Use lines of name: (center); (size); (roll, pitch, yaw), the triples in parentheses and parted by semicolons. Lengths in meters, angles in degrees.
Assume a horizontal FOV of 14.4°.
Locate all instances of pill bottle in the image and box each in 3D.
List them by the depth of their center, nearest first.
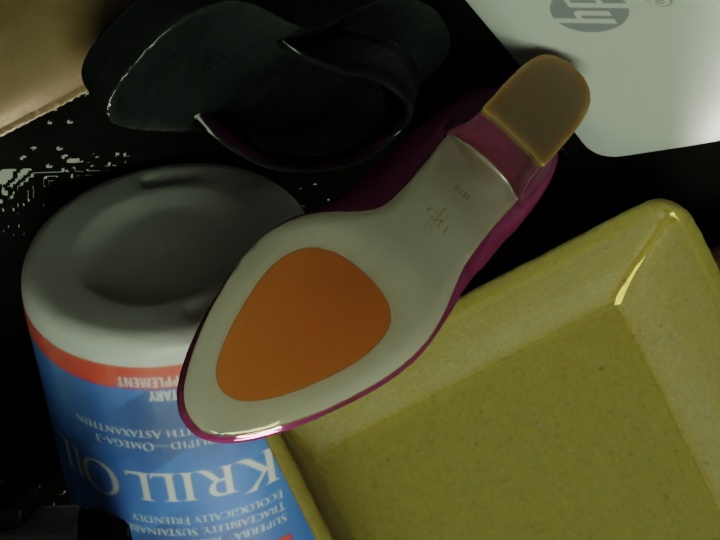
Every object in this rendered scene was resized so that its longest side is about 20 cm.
pill bottle: (-0.059, 0.069, 1.096); (0.111, 0.113, 0.201); (-11, 128, -2)

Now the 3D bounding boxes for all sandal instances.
sandal: (-0.023, -0.060, 0.981); (0.075, 0.048, 0.200); (-47, 161, 23)

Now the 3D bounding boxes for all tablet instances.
tablet: (0.099, -0.100, 0.991); (0.129, 0.014, 0.200); (-10, 147, 27)

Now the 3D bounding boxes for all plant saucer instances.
plant saucer: (0.077, 0.101, 1.063); (0.199, 0.048, 0.201); (-26, 88, -25)

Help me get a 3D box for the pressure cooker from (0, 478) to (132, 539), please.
pressure cooker: (-0.175, 0.170, 1.003); (0.198, 0.179, 0.177); (-1, 128, -3)

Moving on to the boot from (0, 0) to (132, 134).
boot: (-0.175, -0.103, 0.942); (0.200, 0.066, 0.176); (-37, 95, -17)

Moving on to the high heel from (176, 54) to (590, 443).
high heel: (0.000, 0.000, 1.020); (0.067, 0.200, 0.096); (42, 154, -1)

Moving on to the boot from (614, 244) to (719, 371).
boot: (0.176, -0.018, 1.106); (0.199, 0.066, 0.175); (-29, 120, 16)
